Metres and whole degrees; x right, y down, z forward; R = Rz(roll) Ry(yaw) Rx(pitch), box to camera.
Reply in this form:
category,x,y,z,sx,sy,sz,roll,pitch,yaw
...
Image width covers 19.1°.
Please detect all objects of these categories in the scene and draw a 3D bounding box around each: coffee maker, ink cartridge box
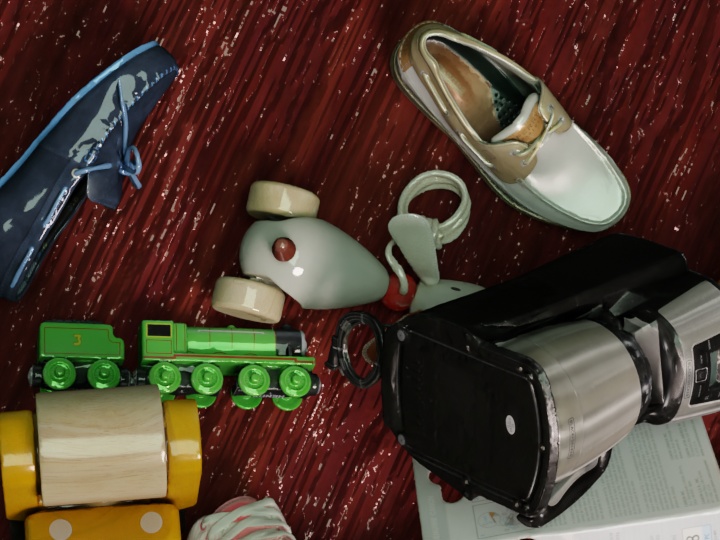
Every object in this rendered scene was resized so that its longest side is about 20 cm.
category,x,y,z,sx,sy,sz,roll,pitch,yaw
coffee maker,0.120,0.049,1.380,0.199,0.135,0.192,-20,53,-40
ink cartridge box,0.137,0.141,1.433,0.199,0.160,0.047,-10,122,2

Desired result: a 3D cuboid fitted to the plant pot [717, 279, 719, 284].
category,x,y,z,sx,sy,sz,roll,pitch,yaw
plant pot,0.329,0.037,1.454,0.183,0.200,0.201,-30,92,8

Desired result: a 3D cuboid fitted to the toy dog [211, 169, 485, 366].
category,x,y,z,sx,sy,sz,roll,pitch,yaw
toy dog,0.000,0.000,1.438,0.199,0.096,0.133,-5,89,-12

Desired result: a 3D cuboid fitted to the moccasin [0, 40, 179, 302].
category,x,y,z,sx,sy,sz,roll,pitch,yaw
moccasin,-0.185,-0.063,1.434,0.068,0.080,0.200,43,95,10

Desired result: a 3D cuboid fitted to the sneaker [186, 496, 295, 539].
category,x,y,z,sx,sy,sz,roll,pitch,yaw
sneaker,-0.067,0.191,1.378,0.075,0.200,0.105,-10,76,-19

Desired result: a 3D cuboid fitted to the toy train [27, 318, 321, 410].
category,x,y,z,sx,sy,sz,roll,pitch,yaw
toy train,-0.125,0.062,1.449,0.199,0.042,0.057,2,68,-13

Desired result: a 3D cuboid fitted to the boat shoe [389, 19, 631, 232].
category,x,y,z,sx,sy,sz,roll,pitch,yaw
boat shoe,0.106,-0.096,1.477,0.200,0.068,0.075,36,83,-5

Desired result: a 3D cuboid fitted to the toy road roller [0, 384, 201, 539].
category,x,y,z,sx,sy,sz,roll,pitch,yaw
toy road roller,-0.163,0.170,1.362,0.122,0.200,0.147,-4,66,-9
